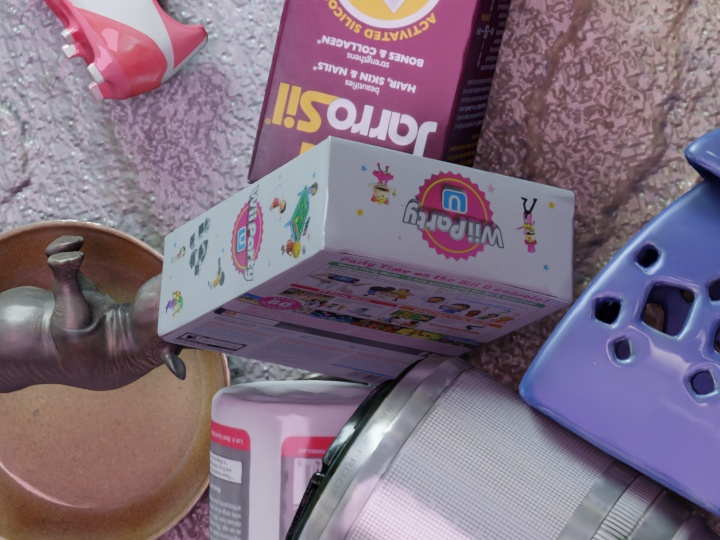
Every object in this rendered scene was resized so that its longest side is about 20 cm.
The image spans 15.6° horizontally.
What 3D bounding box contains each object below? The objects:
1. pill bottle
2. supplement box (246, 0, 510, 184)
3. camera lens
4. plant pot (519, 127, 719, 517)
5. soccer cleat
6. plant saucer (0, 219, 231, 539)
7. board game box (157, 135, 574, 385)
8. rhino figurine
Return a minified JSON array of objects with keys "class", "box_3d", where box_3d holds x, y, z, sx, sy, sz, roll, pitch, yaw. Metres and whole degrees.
[{"class":"pill bottle","box_3d":[-0.031,0.167,1.475,0.110,0.111,0.201,3,96,14]},{"class":"supplement box","box_3d":[0.018,-0.133,1.447,0.110,0.086,0.201,15,99,12]},{"class":"camera lens","box_3d":[0.072,0.151,1.339,0.200,0.160,0.160,31,102,11]},{"class":"plant pot","box_3d":[0.215,0.036,1.360,0.200,0.200,0.180,31,95,10]},{"class":"soccer cleat","box_3d":[-0.166,-0.190,1.510,0.076,0.067,0.200,-29,81,-16]},{"class":"plant saucer","box_3d":[-0.166,0.069,1.540,0.199,0.035,0.201,1,95,14]},{"class":"board game box","box_3d":[0.000,0.000,1.383,0.147,0.200,0.065,12,71,-26]},{"class":"rhino figurine","box_3d":[-0.163,0.028,1.485,0.199,0.060,0.088,-3,108,13]}]
